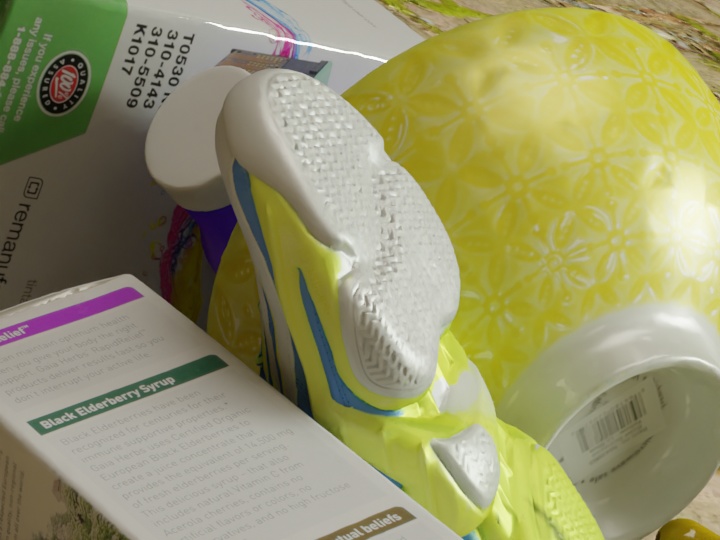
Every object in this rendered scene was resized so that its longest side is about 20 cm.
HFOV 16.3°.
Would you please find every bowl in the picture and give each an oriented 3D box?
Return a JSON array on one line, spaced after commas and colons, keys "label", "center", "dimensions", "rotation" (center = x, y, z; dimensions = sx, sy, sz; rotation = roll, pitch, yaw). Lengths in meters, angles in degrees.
[{"label": "bowl", "center": [0.061, 0.028, 0.815], "dimensions": [0.199, 0.201, 0.108], "rotation": [8, 30, -38]}]

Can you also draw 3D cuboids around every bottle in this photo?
[{"label": "bottle", "center": [0.000, 0.000, 0.880], "dimensions": [0.065, 0.084, 0.200], "rotation": [33, -7, 44]}]

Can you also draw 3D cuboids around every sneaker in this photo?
[{"label": "sneaker", "center": [-0.011, 0.046, 0.731], "dimensions": [0.201, 0.105, 0.076], "rotation": [62, 28, -9]}]

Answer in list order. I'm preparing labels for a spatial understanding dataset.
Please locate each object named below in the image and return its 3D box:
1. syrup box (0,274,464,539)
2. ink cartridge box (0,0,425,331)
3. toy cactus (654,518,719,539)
[{"label": "syrup box", "center": [-0.036, 0.088, 0.673], "dimensions": [0.081, 0.079, 0.200], "rotation": [-19, 42, -38]}, {"label": "ink cartridge box", "center": [-0.081, -0.038, 0.899], "dimensions": [0.199, 0.146, 0.084], "rotation": [7, 24, -41]}, {"label": "toy cactus", "center": [0.180, 0.144, 0.807], "dimensions": [0.199, 0.103, 0.165], "rotation": [17, 27, -45]}]
